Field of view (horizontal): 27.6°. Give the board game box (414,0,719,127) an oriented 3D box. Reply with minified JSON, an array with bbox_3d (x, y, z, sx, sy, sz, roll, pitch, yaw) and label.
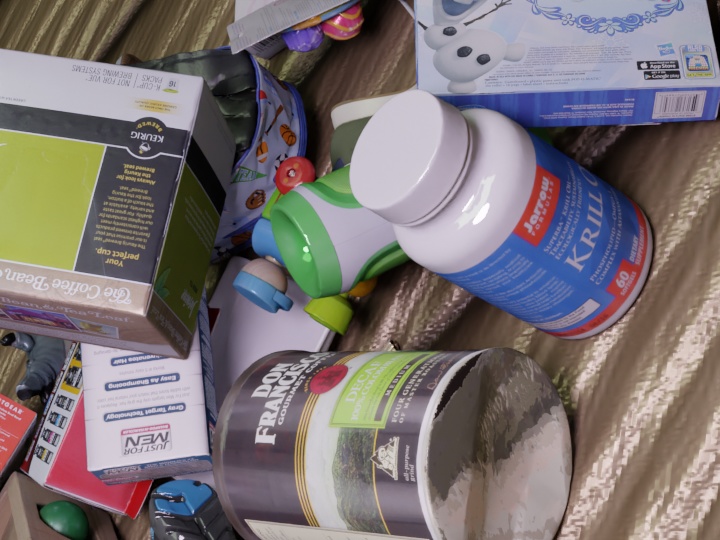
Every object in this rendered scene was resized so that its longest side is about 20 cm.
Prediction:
[{"bbox_3d":[0.137,-0.186,1.019,0.200,0.043,0.199,-1,55,3],"label":"board game box"}]

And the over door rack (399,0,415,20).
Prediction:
[{"bbox_3d":[0.109,-0.211,1.098,0.147,0.067,0.200,-17,43,-6],"label":"over door rack"}]

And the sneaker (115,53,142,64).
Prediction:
[{"bbox_3d":[-0.254,-0.133,1.540,0.112,0.071,0.200,-38,45,24],"label":"sneaker"}]

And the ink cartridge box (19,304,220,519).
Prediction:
[{"bbox_3d":[-0.215,0.106,1.301,0.176,0.084,0.200,-3,65,68],"label":"ink cartridge box"}]

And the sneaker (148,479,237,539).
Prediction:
[{"bbox_3d":[-0.104,0.252,1.130,0.200,0.073,0.082,53,146,44],"label":"sneaker"}]

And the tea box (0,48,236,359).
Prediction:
[{"bbox_3d":[-0.222,-0.052,1.146,0.200,0.134,0.197,10,73,10],"label":"tea box"}]

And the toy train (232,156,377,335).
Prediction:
[{"bbox_3d":[0.000,0.000,1.127,0.200,0.085,0.116,24,80,30],"label":"toy train"}]

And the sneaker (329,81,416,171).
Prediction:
[{"bbox_3d":[0.048,-0.100,1.171,0.200,0.067,0.090,-11,68,47],"label":"sneaker"}]

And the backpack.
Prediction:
[{"bbox_3d":[-0.137,-0.102,1.313,0.190,0.154,0.200,-25,58,34],"label":"backpack"}]

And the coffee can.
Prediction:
[{"bbox_3d":[0.020,0.125,0.984,0.200,0.146,0.147,-4,66,44],"label":"coffee can"}]

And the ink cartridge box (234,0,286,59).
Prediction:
[{"bbox_3d":[-0.055,-0.327,1.440,0.162,0.057,0.200,-29,53,37],"label":"ink cartridge box"}]

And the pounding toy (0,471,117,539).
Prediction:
[{"bbox_3d":[-0.258,0.282,1.264,0.200,0.142,0.184,-58,24,4],"label":"pounding toy"}]

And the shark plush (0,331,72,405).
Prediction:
[{"bbox_3d":[-0.319,0.088,1.430,0.091,0.083,0.200,-49,15,25],"label":"shark plush"}]

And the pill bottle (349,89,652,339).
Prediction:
[{"bbox_3d":[0.091,-0.038,0.961,0.112,0.200,0.112,-27,50,38],"label":"pill bottle"}]

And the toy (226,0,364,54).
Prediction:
[{"bbox_3d":[-0.017,-0.230,1.283,0.200,0.047,0.115,-28,21,3],"label":"toy"}]

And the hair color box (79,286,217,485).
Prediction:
[{"bbox_3d":[-0.175,0.068,1.203,0.100,0.061,0.200,-8,69,3],"label":"hair color box"}]

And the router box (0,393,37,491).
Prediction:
[{"bbox_3d":[-0.373,0.222,1.373,0.180,0.049,0.200,-62,3,-24],"label":"router box"}]

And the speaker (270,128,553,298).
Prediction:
[{"bbox_3d":[0.039,-0.054,1.047,0.200,0.089,0.088,-26,33,-19],"label":"speaker"}]

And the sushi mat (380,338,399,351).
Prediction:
[{"bbox_3d":[-0.020,0.154,1.135,0.200,0.012,0.096,-51,39,15],"label":"sushi mat"}]

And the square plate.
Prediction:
[{"bbox_3d":[-0.098,0.097,1.242,0.198,0.028,0.200,19,83,57],"label":"square plate"}]
